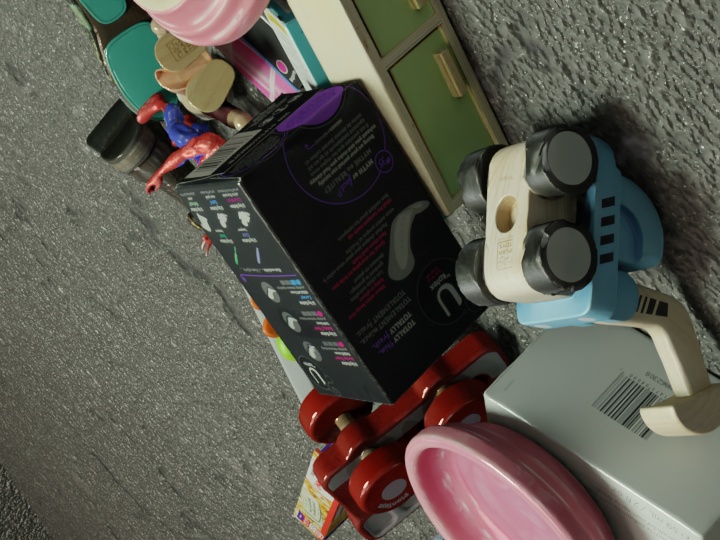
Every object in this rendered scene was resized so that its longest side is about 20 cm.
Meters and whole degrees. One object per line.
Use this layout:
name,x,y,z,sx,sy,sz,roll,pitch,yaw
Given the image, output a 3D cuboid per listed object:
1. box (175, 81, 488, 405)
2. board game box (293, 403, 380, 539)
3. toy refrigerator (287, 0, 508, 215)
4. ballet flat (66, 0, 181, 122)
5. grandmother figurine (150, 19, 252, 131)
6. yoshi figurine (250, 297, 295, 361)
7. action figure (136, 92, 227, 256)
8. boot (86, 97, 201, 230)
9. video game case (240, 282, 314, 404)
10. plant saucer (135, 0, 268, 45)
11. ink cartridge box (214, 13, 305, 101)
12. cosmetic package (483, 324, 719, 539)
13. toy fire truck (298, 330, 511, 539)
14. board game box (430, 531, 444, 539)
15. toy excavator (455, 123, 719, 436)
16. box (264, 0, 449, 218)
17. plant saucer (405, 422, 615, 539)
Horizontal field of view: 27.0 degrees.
box,-0.017,-0.019,1.082,0.106,0.122,0.200,0,128,58
board game box,0.009,0.176,1.487,0.046,0.151,0.200,42,156,13
toy refrigerator,0.029,-0.142,1.061,0.070,0.076,0.200,12,138,53
ballet flat,-0.224,-0.231,1.380,0.074,0.074,0.200,17,140,49
grandmother figurine,-0.138,-0.162,1.267,0.122,0.060,0.200,61,177,0
yoshi figurine,-0.034,-0.025,1.253,0.112,0.111,0.201,37,-129,-82
action figure,-0.154,-0.086,1.312,0.065,0.099,0.200,32,-179,-30
boot,-0.179,-0.090,1.485,0.174,0.069,0.200,38,-171,-26
video game case,-0.067,0.009,1.374,0.182,0.023,0.200,-91,-19,-52
plant saucer,-0.126,-0.258,1.047,0.200,0.051,0.201,17,112,50
ink cartridge box,-0.109,-0.221,1.225,0.200,0.037,0.095,46,156,9
cosmetic package,0.212,0.164,1.164,0.199,0.123,0.200,32,153,31
toy fire truck,0.052,0.143,1.322,0.112,0.200,0.168,50,178,36
board game box,0.172,0.263,1.404,0.105,0.103,0.200,53,156,-11
toy excavator,0.173,0.009,1.025,0.199,0.195,0.100,9,168,-29
box,-0.002,-0.123,1.142,0.200,0.049,0.082,61,176,-27
plant saucer,0.122,0.189,1.141,0.200,0.051,0.201,39,155,22
